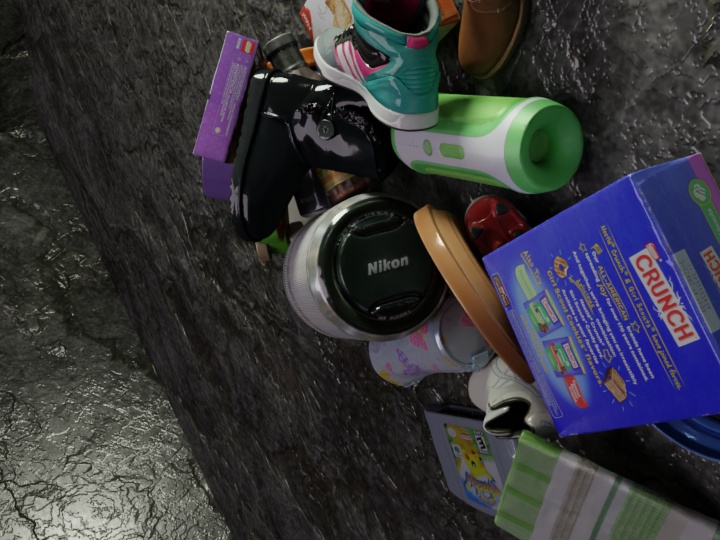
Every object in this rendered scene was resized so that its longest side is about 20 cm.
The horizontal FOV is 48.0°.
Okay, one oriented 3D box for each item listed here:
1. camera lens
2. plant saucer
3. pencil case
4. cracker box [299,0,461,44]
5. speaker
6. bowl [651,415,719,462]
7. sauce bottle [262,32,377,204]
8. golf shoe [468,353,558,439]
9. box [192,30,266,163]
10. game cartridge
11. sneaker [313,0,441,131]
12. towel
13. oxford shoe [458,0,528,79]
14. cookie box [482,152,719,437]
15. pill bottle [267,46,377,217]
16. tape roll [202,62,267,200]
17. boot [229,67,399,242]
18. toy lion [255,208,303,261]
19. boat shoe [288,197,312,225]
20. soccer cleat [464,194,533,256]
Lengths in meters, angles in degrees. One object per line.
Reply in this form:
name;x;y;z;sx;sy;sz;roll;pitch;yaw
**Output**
camera lens;0.000;0.000;0.934;0.160;0.160;0.200;71;163;-3
plant saucer;0.122;0.018;0.789;0.200;0.032;0.200;50;-166;-17
pencil case;0.082;0.087;0.970;0.200;0.083;0.091;149;117;-63
cracker box;0.013;-0.274;0.871;0.134;0.058;0.200;65;155;3
speaker;0.111;-0.123;0.760;0.200;0.088;0.089;23;128;57
bowl;0.269;0.050;0.634;0.201;0.039;0.201;42;143;43
sauce bottle;-0.051;-0.176;0.938;0.200;0.066;0.066;60;154;0
golf shoe;0.155;0.136;0.853;0.200;0.097;0.079;-13;98;65
box;-0.152;-0.198;0.965;0.200;0.039;0.137;-118;46;-81
game cartridge;0.155;0.236;0.996;0.200;0.040;0.134;-10;103;64
sneaker;0.013;-0.224;0.760;0.200;0.083;0.121;48;144;44
towel;0.232;0.238;0.764;0.200;0.031;0.150;25;132;21
oxford shoe;0.105;-0.252;0.698;0.071;0.071;0.200;48;149;34
cookie box;0.202;0.030;0.617;0.172;0.075;0.200;67;154;6
pill bottle;-0.055;-0.176;1.024;0.106;0.106;0.201;-6;102;64
tape roll;-0.180;-0.202;1.176;0.200;0.065;0.201;-173;90;-87
boot;-0.047;-0.115;0.872;0.168;0.076;0.201;14;100;22
toy lion;-0.119;-0.117;1.050;0.192;0.068;0.201;77;-174;-60
boat shoe;-0.042;-0.062;1.134;0.202;0.060;0.072;32;98;49
soccer cleat;0.171;0.010;0.774;0.200;0.069;0.085;51;-165;0
